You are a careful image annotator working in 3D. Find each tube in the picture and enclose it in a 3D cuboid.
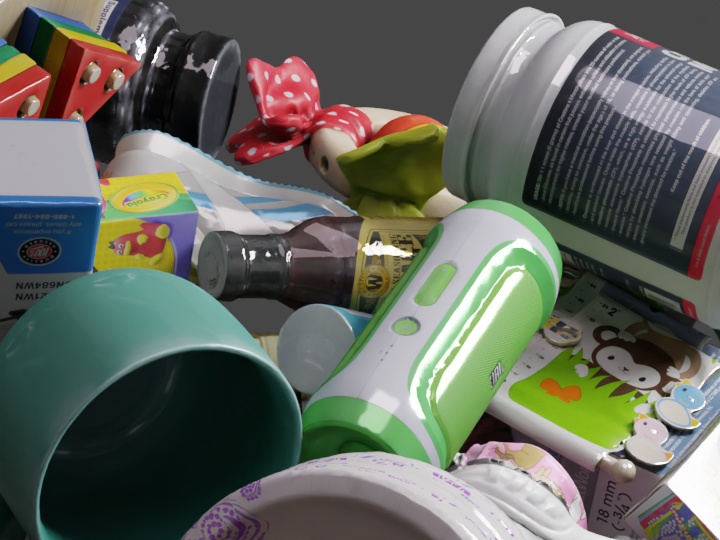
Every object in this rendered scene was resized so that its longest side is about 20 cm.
[{"bbox_3d":[0.020,0.049,1.658,0.077,0.051,0.200,36,13,25],"label":"tube"}]

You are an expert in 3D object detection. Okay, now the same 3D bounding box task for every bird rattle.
[{"bbox_3d":[0.010,-0.067,1.866,0.162,0.113,0.200,2,19,-35],"label":"bird rattle"}]

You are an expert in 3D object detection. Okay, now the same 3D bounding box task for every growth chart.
[{"bbox_3d":[0.139,0.050,1.652,0.144,0.018,0.200,22,36,17],"label":"growth chart"}]

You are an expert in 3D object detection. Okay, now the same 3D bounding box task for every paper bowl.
[{"bbox_3d":[0.003,0.188,1.357,0.200,0.202,0.104,23,12,17],"label":"paper bowl"}]

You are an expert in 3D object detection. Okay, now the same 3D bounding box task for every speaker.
[{"bbox_3d":[0.039,0.048,1.547,0.088,0.089,0.200,21,45,15],"label":"speaker"}]

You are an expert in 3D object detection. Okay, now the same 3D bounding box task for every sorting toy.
[{"bbox_3d":[-0.214,-0.077,1.690,0.069,0.201,0.199,36,39,16],"label":"sorting toy"}]

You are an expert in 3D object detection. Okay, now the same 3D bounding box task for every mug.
[{"bbox_3d":[-0.135,0.082,1.474,0.184,0.153,0.114,-25,39,-16],"label":"mug"}]

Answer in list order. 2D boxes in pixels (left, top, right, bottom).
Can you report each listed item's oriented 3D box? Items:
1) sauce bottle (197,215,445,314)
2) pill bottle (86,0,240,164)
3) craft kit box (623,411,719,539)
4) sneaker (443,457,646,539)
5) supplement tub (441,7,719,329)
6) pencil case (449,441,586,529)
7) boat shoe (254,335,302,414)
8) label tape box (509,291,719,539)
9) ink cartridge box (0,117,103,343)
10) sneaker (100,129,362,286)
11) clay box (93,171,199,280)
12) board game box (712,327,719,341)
[{"bbox_3d":[0.000,0.000,1.689,0.199,0.066,0.066,-2,35,-29],"label":"sauce bottle"},{"bbox_3d":[-0.184,-0.131,1.845,0.199,0.112,0.112,14,33,10],"label":"pill bottle"},{"bbox_3d":[0.263,0.151,1.554,0.200,0.049,0.197,46,43,3],"label":"craft kit box"},{"bbox_3d":[0.113,0.172,1.454,0.199,0.074,0.080,26,54,-21],"label":"sneaker"},{"bbox_3d":[0.163,-0.063,1.681,0.199,0.141,0.140,25,35,20],"label":"supplement tub"},{"bbox_3d":[0.048,0.170,1.500,0.086,0.083,0.200,16,33,20],"label":"pencil case"},{"bbox_3d":[-0.062,0.101,1.584,0.063,0.074,0.201,-1,32,-5],"label":"boat shoe"},{"bbox_3d":[0.164,0.093,1.666,0.199,0.064,0.144,24,35,22],"label":"label tape box"},{"bbox_3d":[-0.225,0.020,1.534,0.145,0.201,0.085,-1,37,-17],"label":"ink cartridge box"},{"bbox_3d":[-0.071,-0.013,1.758,0.199,0.077,0.081,19,57,5],"label":"sneaker"},{"bbox_3d":[-0.198,0.010,1.634,0.199,0.116,0.048,-8,39,-26],"label":"clay box"},{"bbox_3d":[0.272,0.022,1.805,0.134,0.029,0.200,18,28,-25],"label":"board game box"}]
